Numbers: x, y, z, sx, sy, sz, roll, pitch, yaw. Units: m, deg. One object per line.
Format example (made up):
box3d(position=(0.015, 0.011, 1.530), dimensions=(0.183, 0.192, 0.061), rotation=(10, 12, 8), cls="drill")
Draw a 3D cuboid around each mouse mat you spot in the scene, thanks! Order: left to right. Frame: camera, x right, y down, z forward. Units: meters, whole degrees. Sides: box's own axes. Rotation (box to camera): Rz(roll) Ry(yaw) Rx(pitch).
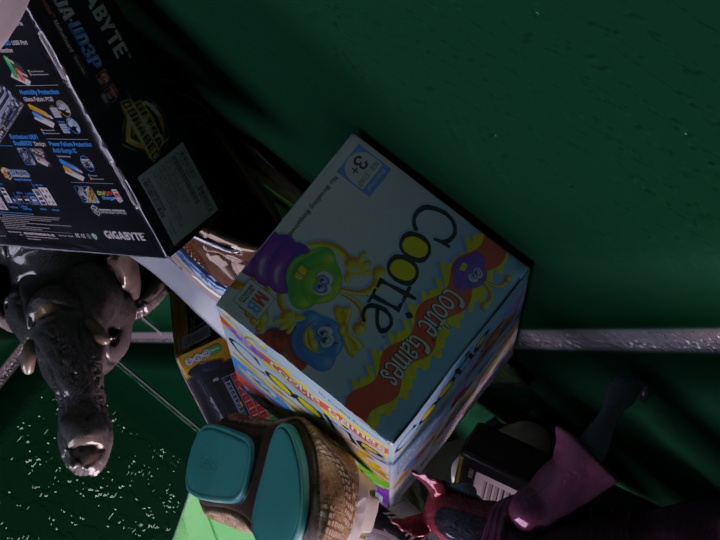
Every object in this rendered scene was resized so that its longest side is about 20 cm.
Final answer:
box3d(position=(0.000, 0.000, 1.588), dimensions=(0.200, 0.008, 0.161), rotation=(41, 171, -7), cls="mouse mat")

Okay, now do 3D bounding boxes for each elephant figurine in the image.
box3d(position=(-0.176, 0.001, 1.732), dimensions=(0.141, 0.155, 0.201), rotation=(-3, 111, 50), cls="elephant figurine")

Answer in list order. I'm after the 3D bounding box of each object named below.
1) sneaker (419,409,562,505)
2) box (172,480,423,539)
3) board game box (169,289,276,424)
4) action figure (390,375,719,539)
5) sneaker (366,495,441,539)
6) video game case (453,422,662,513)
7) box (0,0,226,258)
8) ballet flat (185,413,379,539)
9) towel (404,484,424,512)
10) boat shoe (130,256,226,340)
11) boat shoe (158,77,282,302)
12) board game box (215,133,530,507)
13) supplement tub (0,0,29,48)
box3d(position=(0.080, 0.113, 1.618), dimensions=(0.199, 0.079, 0.130), rotation=(42, 167, 53), cls="sneaker")
box3d(position=(0.003, 0.186, 1.900), dimensions=(0.199, 0.097, 0.176), rotation=(32, -147, 15), cls="box")
box3d(position=(-0.053, 0.085, 1.730), dimensions=(0.166, 0.056, 0.200), rotation=(63, -178, -14), cls="board game box")
box3d(position=(0.110, 0.140, 1.342), dimensions=(0.198, 0.150, 0.134), rotation=(10, 138, -2), cls="action figure")
box3d(position=(0.077, 0.157, 1.474), dimensions=(0.200, 0.114, 0.075), rotation=(48, 159, 46), cls="sneaker")
box3d(position=(0.133, 0.180, 1.535), dimensions=(0.199, 0.026, 0.181), rotation=(25, 141, 12), cls="video game case")
box3d(position=(-0.171, -0.086, 1.458), dimensions=(0.199, 0.046, 0.160), rotation=(4, 129, 52), cls="box")
box3d(position=(-0.027, 0.104, 1.411), dimensions=(0.065, 0.071, 0.200), rotation=(15, -178, -19), cls="ballet flat")
box3d(position=(0.001, 0.096, 1.702), dimensions=(0.149, 0.036, 0.201), rotation=(64, -178, -65), cls="towel")
box3d(position=(-0.096, -0.034, 1.593), dimensions=(0.200, 0.057, 0.069), rotation=(46, 134, 11), cls="boat shoe")
box3d(position=(-0.108, -0.068, 1.520), dimensions=(0.200, 0.072, 0.072), rotation=(39, 156, 5), cls="boat shoe")
box3d(position=(0.006, 0.028, 1.392), dimensions=(0.103, 0.105, 0.200), rotation=(38, 170, 8), cls="board game box")
box3d(position=(-0.248, -0.169, 1.309), dimensions=(0.200, 0.146, 0.145), rotation=(32, 169, 38), cls="supplement tub")
